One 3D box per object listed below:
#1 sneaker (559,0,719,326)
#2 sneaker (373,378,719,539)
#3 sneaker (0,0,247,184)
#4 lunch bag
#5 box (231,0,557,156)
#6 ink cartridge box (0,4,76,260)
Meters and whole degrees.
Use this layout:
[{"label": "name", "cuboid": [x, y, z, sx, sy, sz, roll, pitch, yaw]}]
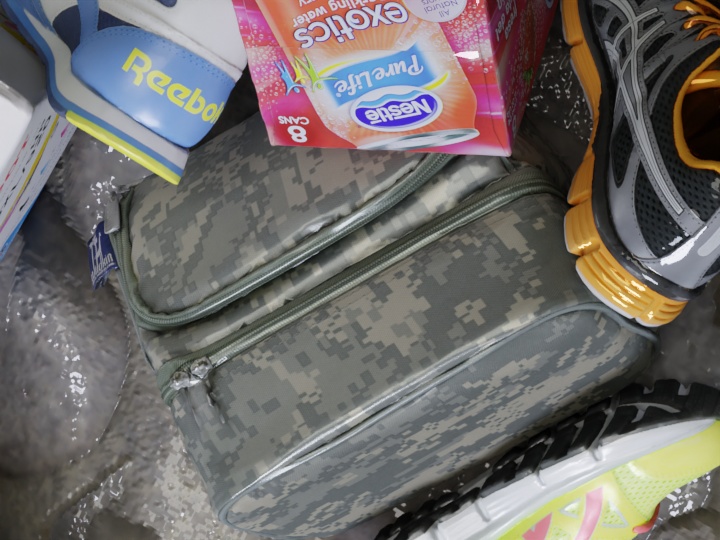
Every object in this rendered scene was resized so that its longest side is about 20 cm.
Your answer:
[{"label": "sneaker", "cuboid": [0.129, -0.075, 0.850, 0.077, 0.078, 0.201, -40, 38, 45]}, {"label": "sneaker", "cuboid": [0.085, 0.119, 0.920, 0.200, 0.078, 0.090, -33, 92, 21]}, {"label": "sneaker", "cuboid": [-0.093, -0.111, 0.877, 0.082, 0.074, 0.200, -54, 36, 13]}, {"label": "lunch bag", "cuboid": [0.000, 0.000, 0.907, 0.200, 0.139, 0.168, -30, 67, 15]}, {"label": "box", "cuboid": [0.027, -0.144, 0.849, 0.099, 0.200, 0.096, 3, 135, 17]}, {"label": "ink cartridge box", "cuboid": [-0.212, -0.058, 0.911, 0.144, 0.200, 0.147, 31, 101, -3]}]
